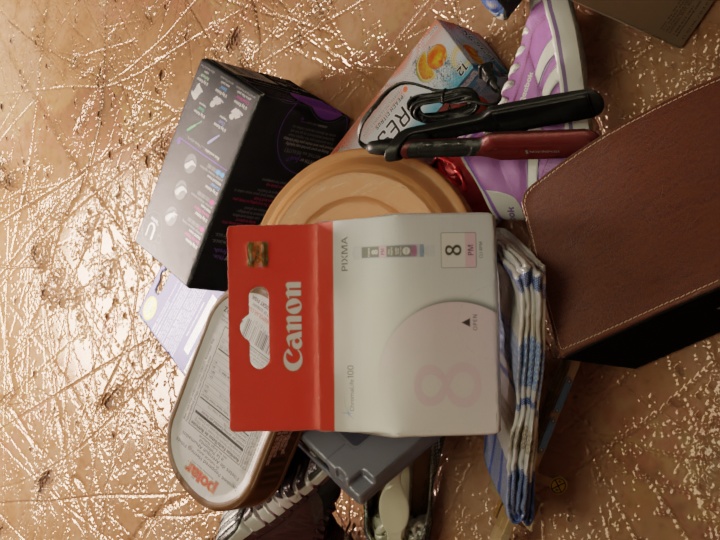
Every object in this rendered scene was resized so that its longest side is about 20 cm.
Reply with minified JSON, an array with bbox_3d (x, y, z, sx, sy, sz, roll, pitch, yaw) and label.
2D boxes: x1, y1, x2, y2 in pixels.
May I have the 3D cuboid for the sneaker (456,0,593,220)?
[{"bbox_3d":[0.124,-0.138,0.945,0.114,0.073,0.201,-7,78,17],"label":"sneaker"}]

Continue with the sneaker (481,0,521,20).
[{"bbox_3d":[0.091,-0.280,0.979,0.079,0.089,0.200,-54,33,34],"label":"sneaker"}]

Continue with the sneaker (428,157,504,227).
[{"bbox_3d":[0.053,-0.053,1.000,0.078,0.115,0.200,46,116,38],"label":"sneaker"}]

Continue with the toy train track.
[{"bbox_3d":[0.149,0.141,0.936,0.115,0.033,0.200,-143,74,-78],"label":"toy train track"}]

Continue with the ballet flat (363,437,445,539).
[{"bbox_3d":[0.037,0.154,1.019,0.072,0.072,0.200,-1,85,44],"label":"ballet flat"}]

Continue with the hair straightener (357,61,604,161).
[{"bbox_3d":[0.089,-0.118,0.915,0.200,0.041,0.077,-4,65,26],"label":"hair straightener"}]

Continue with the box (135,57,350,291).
[{"bbox_3d":[-0.116,-0.088,1.165,0.106,0.122,0.200,35,108,41],"label":"box"}]

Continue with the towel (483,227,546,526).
[{"bbox_3d":[0.112,0.075,0.907,0.147,0.024,0.200,-107,17,-75],"label":"towel"}]

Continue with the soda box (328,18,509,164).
[{"bbox_3d":[0.044,-0.121,1.055,0.200,0.064,0.068,-50,54,29],"label":"soda box"}]

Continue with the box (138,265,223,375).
[{"bbox_3d":[-0.155,0.058,1.246,0.200,0.032,0.121,46,115,36],"label":"box"}]

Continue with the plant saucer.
[{"bbox_3d":[0.000,0.000,0.953,0.200,0.032,0.200,-3,83,23],"label":"plant saucer"}]

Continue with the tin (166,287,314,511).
[{"bbox_3d":[-0.094,0.101,0.960,0.112,0.042,0.200,35,111,36],"label":"tin"}]

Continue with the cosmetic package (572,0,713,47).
[{"bbox_3d":[0.170,-0.239,0.852,0.103,0.200,0.087,48,117,35],"label":"cosmetic package"}]

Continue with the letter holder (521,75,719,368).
[{"bbox_3d":[0.228,-0.034,0.841,0.200,0.101,0.142,-30,62,38],"label":"letter holder"}]

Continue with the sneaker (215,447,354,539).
[{"bbox_3d":[-0.032,0.211,1.058,0.200,0.115,0.076,-42,22,37],"label":"sneaker"}]

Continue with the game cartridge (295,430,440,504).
[{"bbox_3d":[-0.015,0.088,0.996,0.133,0.041,0.200,-39,56,-15],"label":"game cartridge"}]

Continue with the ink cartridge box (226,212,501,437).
[{"bbox_3d":[0.001,0.041,0.879,0.057,0.200,0.163,129,140,-85],"label":"ink cartridge box"}]
